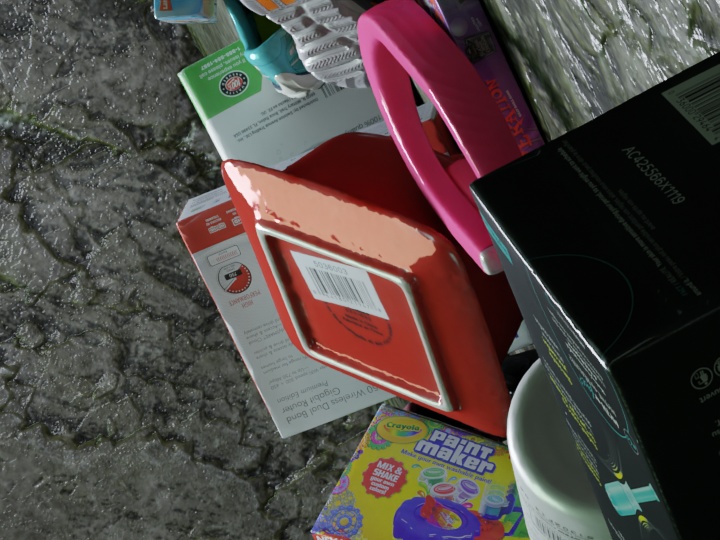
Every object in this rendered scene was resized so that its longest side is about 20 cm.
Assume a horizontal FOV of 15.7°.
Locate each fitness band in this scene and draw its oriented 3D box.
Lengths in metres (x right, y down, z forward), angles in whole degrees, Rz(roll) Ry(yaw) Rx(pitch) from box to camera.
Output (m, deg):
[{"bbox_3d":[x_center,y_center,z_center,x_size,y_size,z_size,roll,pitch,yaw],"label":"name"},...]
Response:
[{"bbox_3d":[0.051,-0.080,1.532,0.200,0.037,0.144,52,167,54],"label":"fitness band"}]

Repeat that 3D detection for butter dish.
[{"bbox_3d":[0.037,-0.017,1.712,0.200,0.148,0.200,21,148,35],"label":"butter dish"}]

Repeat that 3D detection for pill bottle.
[{"bbox_3d":[0.146,0.124,1.465,0.114,0.114,0.200,60,174,28],"label":"pill bottle"}]

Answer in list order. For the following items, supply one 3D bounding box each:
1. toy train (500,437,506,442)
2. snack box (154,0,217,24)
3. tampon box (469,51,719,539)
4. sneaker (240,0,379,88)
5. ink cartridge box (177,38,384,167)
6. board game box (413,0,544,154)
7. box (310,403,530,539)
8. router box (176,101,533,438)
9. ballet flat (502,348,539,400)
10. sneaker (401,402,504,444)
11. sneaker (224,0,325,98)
[{"bbox_3d":[0.118,0.109,2.128,0.200,0.034,0.046,88,158,-77],"label":"toy train"},{"bbox_3d":[-0.124,-0.234,1.846,0.200,0.037,0.117,-99,7,-86],"label":"snack box"},{"bbox_3d":[0.149,0.047,0.974,0.200,0.126,0.150,65,175,-33],"label":"tampon box"},{"bbox_3d":[-0.023,-0.208,1.790,0.200,0.077,0.112,44,-143,-56],"label":"sneaker"},{"bbox_3d":[-0.023,-0.086,1.925,0.200,0.146,0.083,63,179,11],"label":"ink cartridge box"},{"bbox_3d":[0.053,-0.145,1.541,0.200,0.032,0.120,64,171,-11],"label":"board game box"},{"bbox_3d":[0.094,0.223,1.943,0.200,0.122,0.193,17,151,26],"label":"box"},{"bbox_3d":[0.000,0.000,1.828,0.049,0.200,0.180,-74,-40,-69],"label":"router box"},{"bbox_3d":[0.125,0.088,1.749,0.200,0.066,0.057,-141,32,-76],"label":"ballet flat"},{"bbox_3d":[0.108,0.159,2.061,0.116,0.200,0.076,124,163,-47],"label":"sneaker"},{"bbox_3d":[-0.067,-0.221,1.867,0.080,0.077,0.200,25,-136,-54],"label":"sneaker"}]
